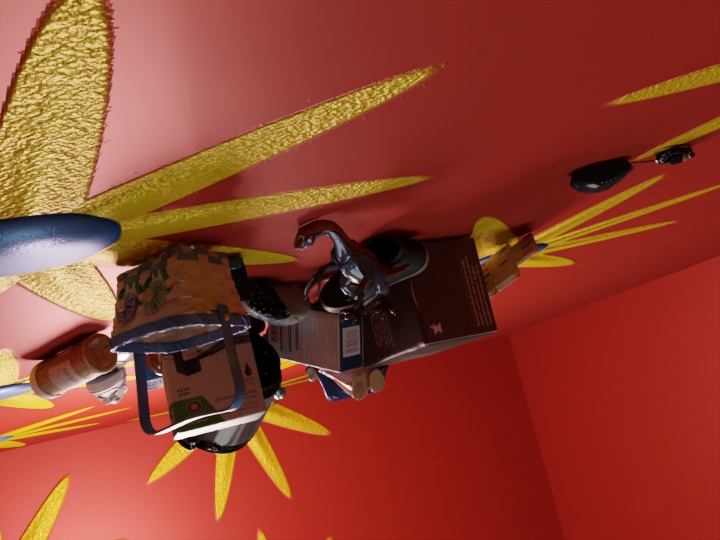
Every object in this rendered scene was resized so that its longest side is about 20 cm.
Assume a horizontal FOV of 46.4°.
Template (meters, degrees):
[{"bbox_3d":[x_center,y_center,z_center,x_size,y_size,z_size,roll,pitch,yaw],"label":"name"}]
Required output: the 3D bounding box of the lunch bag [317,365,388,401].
[{"bbox_3d":[-0.019,0.160,1.678,0.130,0.203,0.136,-17,-158,22],"label":"lunch bag"}]

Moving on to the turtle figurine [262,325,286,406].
[{"bbox_3d":[-0.200,0.192,1.657,0.200,0.149,0.101,-48,162,-15],"label":"turtle figurine"}]

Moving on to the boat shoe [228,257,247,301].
[{"bbox_3d":[-0.208,0.041,1.181,0.082,0.070,0.200,-11,169,-20],"label":"boat shoe"}]

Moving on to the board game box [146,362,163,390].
[{"bbox_3d":[-0.381,0.203,1.812,0.192,0.057,0.200,-13,170,-15],"label":"board game box"}]

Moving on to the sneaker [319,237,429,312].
[{"bbox_3d":[0.000,0.000,1.292,0.198,0.076,0.106,-30,160,23],"label":"sneaker"}]

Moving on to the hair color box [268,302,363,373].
[{"bbox_3d":[-0.082,0.111,1.474,0.060,0.103,0.198,-6,-172,-43],"label":"hair color box"}]

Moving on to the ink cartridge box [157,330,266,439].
[{"bbox_3d":[-0.241,0.145,1.322,0.144,0.204,0.083,-11,166,-20],"label":"ink cartridge box"}]

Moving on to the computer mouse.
[{"bbox_3d":[0.388,-0.140,1.188,0.196,0.035,0.059,-14,169,-9],"label":"computer mouse"}]

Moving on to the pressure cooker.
[{"bbox_3d":[-0.244,0.220,1.475,0.173,0.180,0.202,8,126,-30],"label":"pressure cooker"}]

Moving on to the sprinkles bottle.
[{"bbox_3d":[-0.490,0.165,1.431,0.198,0.070,0.067,-24,166,40],"label":"sprinkles bottle"}]

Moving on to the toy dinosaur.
[{"bbox_3d":[-0.020,-0.012,1.124,0.103,0.184,0.202,-2,-143,24],"label":"toy dinosaur"}]

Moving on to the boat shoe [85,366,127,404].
[{"bbox_3d":[-0.508,0.240,1.717,0.072,0.067,0.200,-13,-179,-1],"label":"boat shoe"}]

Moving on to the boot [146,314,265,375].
[{"bbox_3d":[-0.283,0.129,1.550,0.153,0.075,0.198,-26,173,40],"label":"boot"}]

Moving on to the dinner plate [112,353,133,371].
[{"bbox_3d":[-0.518,0.184,1.621,0.196,0.025,0.200,-16,169,-3],"label":"dinner plate"}]

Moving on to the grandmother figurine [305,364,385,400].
[{"bbox_3d":[-0.047,0.177,1.527,0.119,0.062,0.199,-5,-164,-34],"label":"grandmother figurine"}]

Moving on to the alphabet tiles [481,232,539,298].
[{"bbox_3d":[0.239,0.008,1.513,0.195,0.015,0.200,-39,-172,14],"label":"alphabet tiles"}]

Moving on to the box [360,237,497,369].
[{"bbox_3d":[0.095,0.058,1.430,0.161,0.170,0.199,-6,167,-35],"label":"box"}]

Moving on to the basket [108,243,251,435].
[{"bbox_3d":[-0.220,0.085,1.017,0.174,0.204,0.138,-22,168,31],"label":"basket"}]

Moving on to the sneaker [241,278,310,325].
[{"bbox_3d":[-0.146,0.058,1.355,0.071,0.073,0.199,-24,166,17],"label":"sneaker"}]
